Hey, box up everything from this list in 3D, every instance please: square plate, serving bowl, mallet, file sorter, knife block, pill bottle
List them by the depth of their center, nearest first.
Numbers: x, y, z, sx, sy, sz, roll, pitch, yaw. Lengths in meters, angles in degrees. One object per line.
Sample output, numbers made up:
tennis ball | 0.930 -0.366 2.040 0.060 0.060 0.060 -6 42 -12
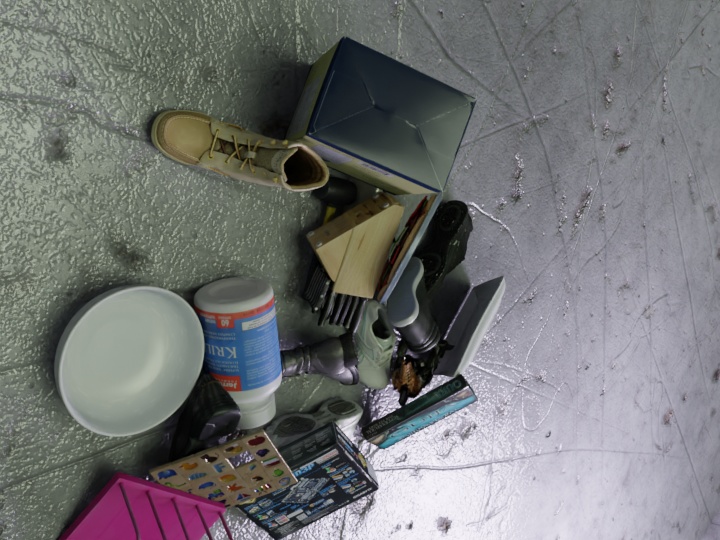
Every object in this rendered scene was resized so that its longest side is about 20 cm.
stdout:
serving bowl | -0.306 0.110 1.012 0.200 0.066 0.201 -16 113 -41
file sorter | -0.279 0.390 1.058 0.139 0.125 0.200 -48 134 7
pill bottle | -0.170 0.120 1.112 0.112 0.112 0.201 -21 116 -38
knife block | 0.000 0.000 1.204 0.200 0.064 0.176 -31 120 -4
mallet | -0.066 -0.052 1.216 0.066 0.041 0.201 17 95 -45
square plate | 0.198 0.111 1.426 0.028 0.200 0.199 30 80 -3

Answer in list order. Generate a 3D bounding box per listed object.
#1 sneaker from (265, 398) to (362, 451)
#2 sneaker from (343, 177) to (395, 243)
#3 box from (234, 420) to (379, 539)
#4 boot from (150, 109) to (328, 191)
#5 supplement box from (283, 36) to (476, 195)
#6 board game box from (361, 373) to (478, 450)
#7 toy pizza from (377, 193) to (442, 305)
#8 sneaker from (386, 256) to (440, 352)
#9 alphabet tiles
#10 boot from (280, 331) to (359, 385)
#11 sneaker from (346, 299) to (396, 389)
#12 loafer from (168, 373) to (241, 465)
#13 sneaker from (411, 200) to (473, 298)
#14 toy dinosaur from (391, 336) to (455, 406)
sneaker | -0.078 0.284 1.282 0.200 0.078 0.100 -10 115 -40
sneaker | 0.022 -0.082 1.264 0.084 0.075 0.201 -9 119 -40
box | -0.090 0.337 1.231 0.200 0.046 0.159 -29 131 7
boot | -0.154 -0.153 1.011 0.200 0.155 0.073 18 91 -45
supplement box | 0.017 -0.203 1.083 0.199 0.200 0.135 21 88 -17
board game box | 0.107 0.254 1.375 0.200 0.028 0.135 -29 156 5
toy pizza | 0.070 -0.038 1.226 0.201 0.032 0.200 -61 178 -4
sneaker | 0.089 0.061 1.315 0.200 0.071 0.099 -84 150 -57
alphabet tiles | -0.206 0.301 1.117 0.199 0.008 0.167 -20 139 0
boot | -0.071 0.148 1.243 0.131 0.070 0.200 -12 157 -4
sneaker | 0.023 0.130 1.326 0.070 0.080 0.201 -37 127 -32
loafer | -0.227 0.227 1.096 0.073 0.072 0.200 2 136 -40
sneaker | 0.151 -0.024 1.408 0.200 0.076 0.091 -58 144 -8
toy dinosaur | 0.098 0.176 1.372 0.102 0.200 0.136 24 81 -7
